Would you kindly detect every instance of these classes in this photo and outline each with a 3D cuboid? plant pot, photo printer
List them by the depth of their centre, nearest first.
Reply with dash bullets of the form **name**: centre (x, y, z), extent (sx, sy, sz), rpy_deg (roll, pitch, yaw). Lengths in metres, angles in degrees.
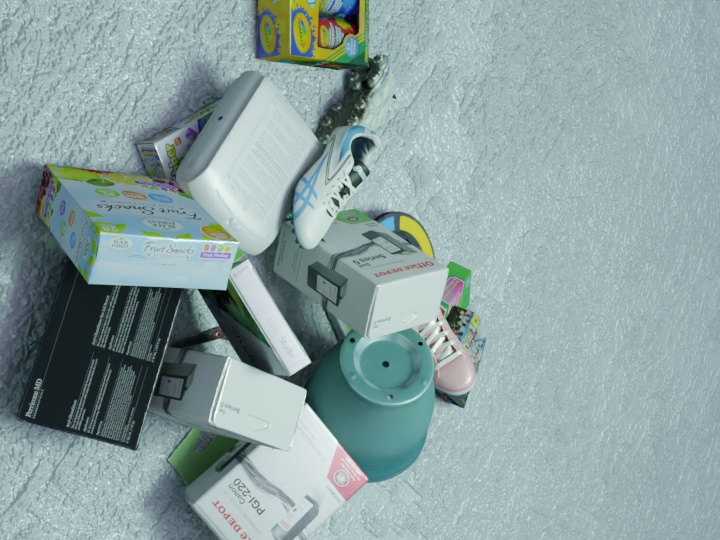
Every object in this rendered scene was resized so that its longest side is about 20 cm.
- **photo printer**: centre (-0.146, -0.133, 1.400), extent (0.166, 0.069, 0.201), rpy_deg (49, 59, -40)
- **plant pot**: centre (0.020, 0.172, 1.517), extent (0.200, 0.200, 0.188), rpy_deg (-50, 169, -33)

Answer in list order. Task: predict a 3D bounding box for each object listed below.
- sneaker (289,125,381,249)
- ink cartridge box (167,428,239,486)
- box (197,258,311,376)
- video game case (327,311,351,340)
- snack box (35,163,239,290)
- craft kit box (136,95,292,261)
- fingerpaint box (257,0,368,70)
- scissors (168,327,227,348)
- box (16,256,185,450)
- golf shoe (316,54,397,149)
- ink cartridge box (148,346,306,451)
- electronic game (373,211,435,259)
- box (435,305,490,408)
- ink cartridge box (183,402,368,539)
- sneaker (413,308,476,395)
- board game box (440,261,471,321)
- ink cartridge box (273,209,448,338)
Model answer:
- **sneaker**: centre (-0.034, -0.115, 1.430), extent (0.072, 0.072, 0.201), rpy_deg (53, 53, -44)
- **ink cartridge box**: centre (-0.163, 0.280, 1.493), extent (0.146, 0.048, 0.200), rpy_deg (-52, 130, -31)
- **box**: centre (-0.138, 0.060, 1.316), extent (0.036, 0.200, 0.145), rpy_deg (-33, 97, -20)
- **video game case**: centre (0.027, 0.064, 1.705), extent (0.182, 0.022, 0.201), rpy_deg (-45, 125, -36)
- **snack box**: centre (-0.258, -0.051, 1.222), extent (0.168, 0.200, 0.068), rpy_deg (3, 115, -36)
- **craft kit box**: centre (-0.184, -0.121, 1.443), extent (0.197, 0.048, 0.201), rpy_deg (-38, 119, -36)
- **fingerpaint box**: centre (-0.065, -0.397, 1.529), extent (0.166, 0.073, 0.201), rpy_deg (-3, 95, -48)
- **scissors**: centre (-0.190, 0.079, 1.475), extent (0.199, 0.014, 0.074), rpy_deg (7, 90, -47)
- **box**: centre (-0.306, 0.096, 1.257), extent (0.141, 0.079, 0.201), rpy_deg (19, 78, -17)
- **golf shoe**: centre (0.006, -0.231, 1.624), extent (0.200, 0.078, 0.097), rpy_deg (-61, 138, -24)
- **ink cartridge box**: centre (-0.190, 0.156, 1.339), extent (0.145, 0.199, 0.084), rpy_deg (29, 72, -45)
- **electronic game**: centre (0.054, 0.007, 1.681), extent (0.200, 0.041, 0.201), rpy_deg (-6, 98, -49)
- **box**: centre (0.164, 0.147, 1.777), extent (0.137, 0.038, 0.200), rpy_deg (-68, 161, -9)
- **ink cartridge box**: centre (-0.113, 0.287, 1.422), extent (0.200, 0.085, 0.146), rpy_deg (-41, 102, -11)
- **sneaker**: centre (0.097, 0.090, 1.570), extent (0.075, 0.201, 0.105), rpy_deg (-32, 159, -6)
- **board game box**: centre (0.115, 0.106, 1.737), extent (0.200, 0.040, 0.153), rpy_deg (-55, 158, -27)
- **ink cartridge box**: centre (0.000, 0.000, 1.485), extent (0.145, 0.200, 0.084), rpy_deg (-13, 126, -43)
